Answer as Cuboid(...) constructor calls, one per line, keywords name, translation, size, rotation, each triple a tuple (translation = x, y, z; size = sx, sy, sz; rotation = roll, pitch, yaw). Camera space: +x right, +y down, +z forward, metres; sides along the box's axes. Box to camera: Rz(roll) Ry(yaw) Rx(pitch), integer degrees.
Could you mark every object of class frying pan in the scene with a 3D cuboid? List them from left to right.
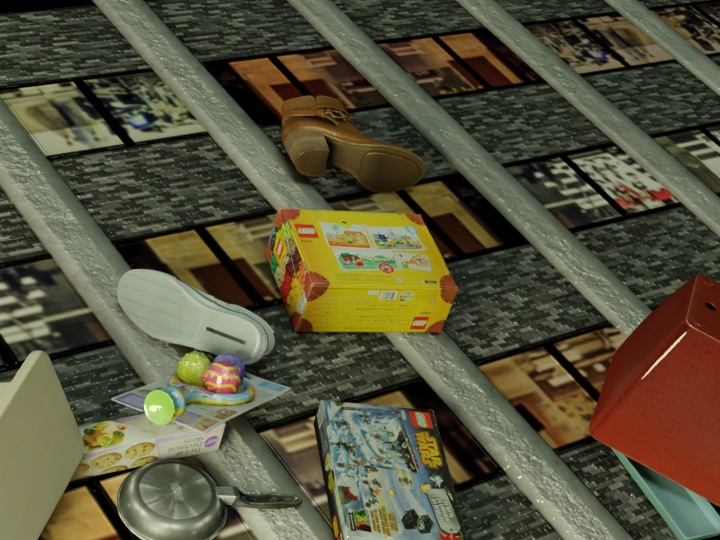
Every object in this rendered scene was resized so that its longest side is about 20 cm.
Cuboid(name="frying pan", translation=(-0.154, 0.243, 1.576), size=(0.188, 0.031, 0.115), rotation=(14, 38, -4))

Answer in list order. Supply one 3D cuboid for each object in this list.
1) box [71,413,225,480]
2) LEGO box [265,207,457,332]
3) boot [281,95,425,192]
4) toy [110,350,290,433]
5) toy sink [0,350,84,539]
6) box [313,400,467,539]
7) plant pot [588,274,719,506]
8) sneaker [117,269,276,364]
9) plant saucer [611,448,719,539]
Cuboid(name="box", translation=(-0.237, 0.178, 1.606), size=(0.199, 0.042, 0.039), rotation=(-8, 44, -34))
Cuboid(name="LEGO box", translation=(0.000, 0.000, 1.918), size=(0.198, 0.078, 0.150), rotation=(2, 39, -23))
Cuboid(name="boot", translation=(-0.014, -0.186, 2.161), size=(0.198, 0.074, 0.155), rotation=(9, 33, -19))
Cuboid(name="toy", translation=(-0.164, 0.116, 1.649), size=(0.114, 0.048, 0.200), rotation=(16, 18, 20))
Cuboid(name="toy sink", translation=(-0.358, 0.183, 1.440), size=(0.111, 0.131, 0.201), rotation=(-4, 34, 18))
Cuboid(name="box", translation=(0.030, 0.228, 1.670), size=(0.136, 0.040, 0.201), rotation=(7, 38, -16))
Cuboid(name="plant pot", translation=(0.412, 0.127, 1.845), size=(0.199, 0.177, 0.200), rotation=(28, 31, 4))
Cuboid(name="sneaker", translation=(-0.187, 0.058, 1.775), size=(0.199, 0.074, 0.071), rotation=(26, 3, 19))
Cuboid(name="plant saucer", translation=(0.350, 0.241, 1.825), size=(0.069, 0.019, 0.201), rotation=(-4, 43, -31))
